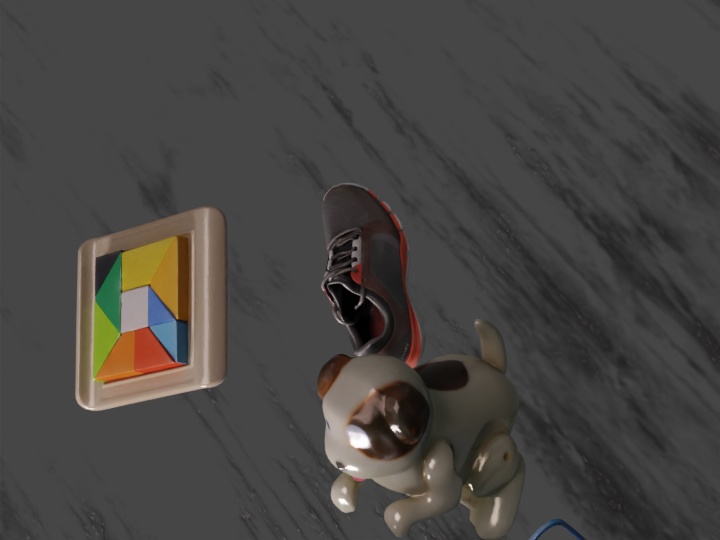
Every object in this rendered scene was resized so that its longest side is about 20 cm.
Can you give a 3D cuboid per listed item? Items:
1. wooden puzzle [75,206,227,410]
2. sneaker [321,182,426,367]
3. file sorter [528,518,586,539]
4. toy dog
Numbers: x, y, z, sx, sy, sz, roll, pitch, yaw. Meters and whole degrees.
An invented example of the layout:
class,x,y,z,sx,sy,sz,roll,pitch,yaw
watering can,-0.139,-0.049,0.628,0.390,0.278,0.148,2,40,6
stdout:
class,x,y,z,sx,sy,sz,roll,pitch,yaw
wooden puzzle,-0.220,0.039,1.989,0.199,0.037,0.187,-12,72,37
sneaker,0.000,0.000,1.789,0.077,0.082,0.201,-36,60,27
file sorter,0.192,0.308,1.506,0.139,0.123,0.200,-49,48,-2
toy dog,0.050,0.132,1.640,0.139,0.199,0.195,36,103,38
